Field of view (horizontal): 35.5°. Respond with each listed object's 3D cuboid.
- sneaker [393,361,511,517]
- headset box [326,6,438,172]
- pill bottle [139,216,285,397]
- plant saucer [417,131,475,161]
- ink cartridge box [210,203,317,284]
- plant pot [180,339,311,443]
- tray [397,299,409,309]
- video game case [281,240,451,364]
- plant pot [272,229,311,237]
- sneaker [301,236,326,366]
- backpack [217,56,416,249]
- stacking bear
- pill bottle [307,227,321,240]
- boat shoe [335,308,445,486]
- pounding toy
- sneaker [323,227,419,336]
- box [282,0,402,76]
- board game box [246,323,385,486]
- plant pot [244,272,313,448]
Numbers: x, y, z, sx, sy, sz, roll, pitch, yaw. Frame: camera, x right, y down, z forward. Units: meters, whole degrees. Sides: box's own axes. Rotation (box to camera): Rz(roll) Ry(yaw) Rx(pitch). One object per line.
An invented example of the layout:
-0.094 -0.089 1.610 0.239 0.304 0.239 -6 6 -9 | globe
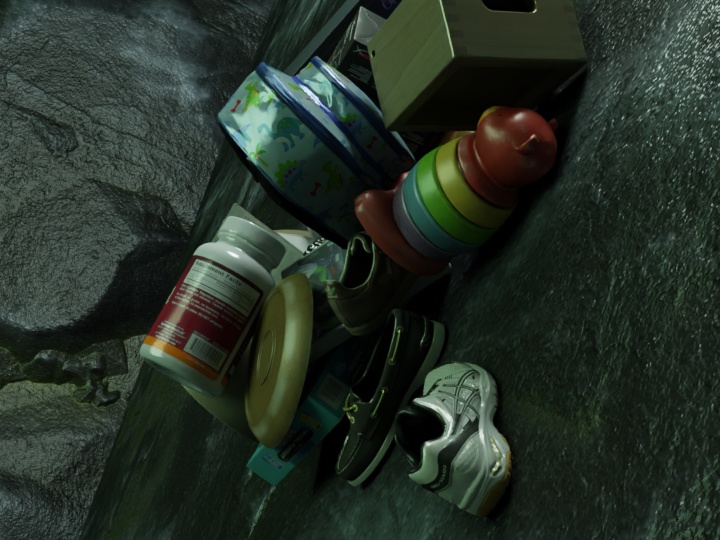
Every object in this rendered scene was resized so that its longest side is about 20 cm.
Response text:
0.070 0.125 0.968 0.076 0.087 0.200 -63 14 17 | sneaker
0.015 -0.193 1.361 0.200 0.148 0.078 -53 19 42 | headset box
-0.173 0.042 1.365 0.201 0.112 0.113 -62 14 -15 | pill bottle
0.114 -0.176 1.352 0.201 0.037 0.201 -57 17 29 | plant saucer
-0.113 0.006 1.542 0.161 0.199 0.050 -52 0 42 | ink cartridge box
-0.139 0.115 1.491 0.135 0.200 0.200 -50 18 7 | plant pot
0.032 0.001 1.395 0.108 0.022 0.200 -61 16 23 | tray
0.000 0.000 1.302 0.199 0.023 0.182 -34 32 10 | video game case
-0.136 0.019 1.725 0.201 0.133 0.201 -57 18 31 | plant pot
-0.050 0.038 1.433 0.090 0.078 0.201 89 -156 -52 | sneaker
-0.049 -0.140 1.217 0.147 0.200 0.183 -47 64 8 | backpack
0.109 -0.089 1.112 0.200 0.114 0.121 -38 -6 40 | stacking bear
-0.025 -0.113 1.585 0.113 0.111 0.200 -60 16 22 | pill bottle
0.017 0.132 1.182 0.202 0.060 0.072 -63 16 14 | boat shoe
0.124 -0.236 1.165 0.184 0.198 0.144 -39 60 59 | pounding toy
0.031 -0.026 1.203 0.070 0.076 0.201 -3 45 44 | sneaker
0.007 -0.304 1.606 0.200 0.141 0.079 -48 17 6 | box
-0.047 0.149 1.317 0.151 0.047 0.200 -57 3 -40 | board game box
-0.097 0.099 1.277 0.200 0.027 0.202 -167 90 -72 | plant pot
